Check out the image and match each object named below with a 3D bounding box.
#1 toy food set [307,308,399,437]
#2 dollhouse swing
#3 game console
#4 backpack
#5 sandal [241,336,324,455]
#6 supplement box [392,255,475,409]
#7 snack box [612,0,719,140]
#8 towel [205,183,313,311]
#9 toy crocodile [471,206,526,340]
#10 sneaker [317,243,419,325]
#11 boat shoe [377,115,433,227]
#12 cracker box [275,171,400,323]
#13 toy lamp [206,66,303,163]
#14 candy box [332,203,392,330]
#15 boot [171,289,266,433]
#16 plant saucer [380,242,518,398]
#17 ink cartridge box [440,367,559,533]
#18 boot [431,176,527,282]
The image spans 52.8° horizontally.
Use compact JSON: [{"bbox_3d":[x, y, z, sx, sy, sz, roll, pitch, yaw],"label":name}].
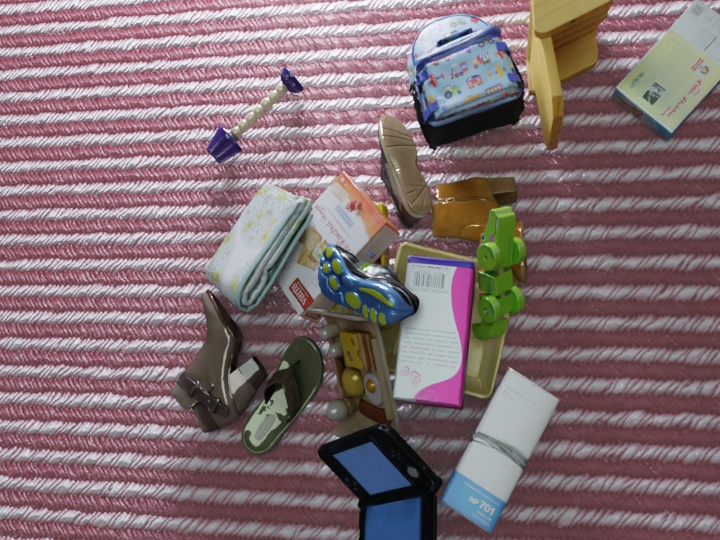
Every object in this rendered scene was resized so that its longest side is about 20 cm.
[{"bbox_3d":[-0.019,0.158,1.075,0.059,0.142,0.206,-18,102,-32],"label":"toy food set"},{"bbox_3d":[0.335,-0.318,1.106,0.178,0.200,0.180,-24,74,4],"label":"dollhouse swing"},{"bbox_3d":[0.016,0.330,1.014,0.176,0.199,0.117,47,52,-8],"label":"game console"},{"bbox_3d":[0.161,-0.328,1.179,0.178,0.135,0.205,-15,73,6],"label":"backpack"},{"bbox_3d":[-0.123,0.203,1.156,0.079,0.057,0.204,28,84,15],"label":"sandal"},{"bbox_3d":[0.110,0.094,1.063,0.098,0.103,0.206,6,78,11],"label":"supplement box"},{"bbox_3d":[0.513,-0.320,1.157,0.116,0.037,0.200,43,89,16],"label":"snack box"},{"bbox_3d":[-0.164,-0.044,1.179,0.202,0.048,0.170,-56,31,-4],"label":"towel"},{"bbox_3d":[0.195,0.008,1.046,0.061,0.066,0.206,25,125,50],"label":"toy crocodile"},{"bbox_3d":[0.006,0.021,1.042,0.198,0.081,0.073,32,112,42],"label":"sneaker"},{"bbox_3d":[0.061,-0.164,1.195,0.070,0.065,0.204,1,58,-34],"label":"boat shoe"},{"bbox_3d":[-0.049,-0.037,1.158,0.200,0.057,0.135,-47,55,10],"label":"cracker box"},{"bbox_3d":[-0.188,-0.270,1.271,0.200,0.058,0.058,-46,74,-1],"label":"toy lamp"},{"bbox_3d":[0.000,0.000,1.165,0.100,0.026,0.206,-14,66,30],"label":"candy box"},{"bbox_3d":[-0.249,0.154,1.186,0.145,0.070,0.202,-37,74,3],"label":"boot"},{"bbox_3d":[0.132,0.078,1.139,0.195,0.048,0.206,14,82,13],"label":"plant saucer"},{"bbox_3d":[0.196,0.254,1.037,0.085,0.147,0.203,29,85,13],"label":"ink cartridge box"},{"bbox_3d":[0.183,-0.060,1.134,0.140,0.071,0.206,-9,55,10],"label":"boot"}]
